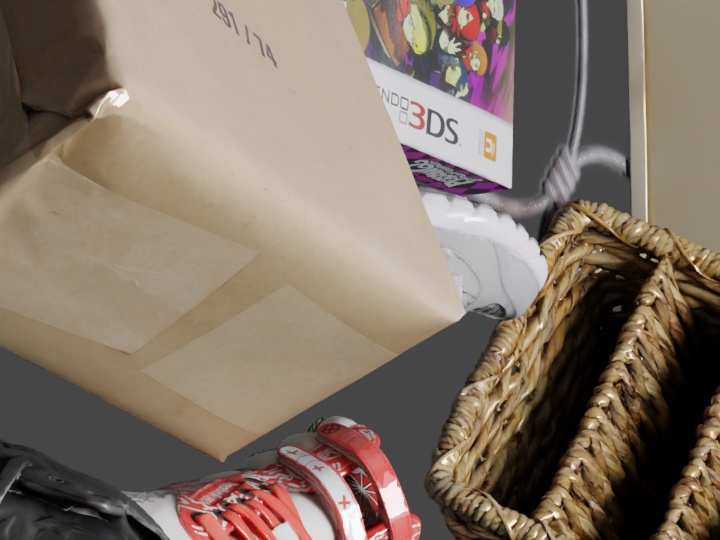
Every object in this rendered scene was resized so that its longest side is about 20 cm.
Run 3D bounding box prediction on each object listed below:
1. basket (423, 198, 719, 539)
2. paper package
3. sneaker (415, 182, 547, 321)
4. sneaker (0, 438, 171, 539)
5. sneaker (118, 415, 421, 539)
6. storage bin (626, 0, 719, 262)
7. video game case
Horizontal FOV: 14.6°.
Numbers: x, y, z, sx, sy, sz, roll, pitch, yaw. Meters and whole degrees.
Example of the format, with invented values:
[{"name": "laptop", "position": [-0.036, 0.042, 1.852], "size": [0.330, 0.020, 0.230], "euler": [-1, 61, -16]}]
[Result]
[{"name": "basket", "position": [0.140, 0.081, 1.270], "size": [0.200, 0.142, 0.149], "euler": [-58, 137, -39]}, {"name": "paper package", "position": [-0.079, -0.061, 0.896], "size": [0.200, 0.103, 0.191], "euler": [33, 31, -51]}, {"name": "sneaker", "position": [0.000, 0.000, 1.135], "size": [0.200, 0.075, 0.082], "euler": [16, 92, -50]}, {"name": "sneaker", "position": [-0.107, 0.069, 0.777], "size": [0.200, 0.104, 0.060], "euler": [34, 79, -57]}, {"name": "sneaker", "position": [-0.037, 0.089, 0.952], "size": [0.067, 0.108, 0.201], "euler": [64, -2, 5]}, {"name": "storage bin", "position": [0.223, -0.061, 1.445], "size": [0.198, 0.094, 0.201], "euler": [-7, 96, -58]}, {"name": "video game case", "position": [0.007, -0.145, 1.142], "size": [0.181, 0.036, 0.201], "euler": [19, 69, -56]}]
